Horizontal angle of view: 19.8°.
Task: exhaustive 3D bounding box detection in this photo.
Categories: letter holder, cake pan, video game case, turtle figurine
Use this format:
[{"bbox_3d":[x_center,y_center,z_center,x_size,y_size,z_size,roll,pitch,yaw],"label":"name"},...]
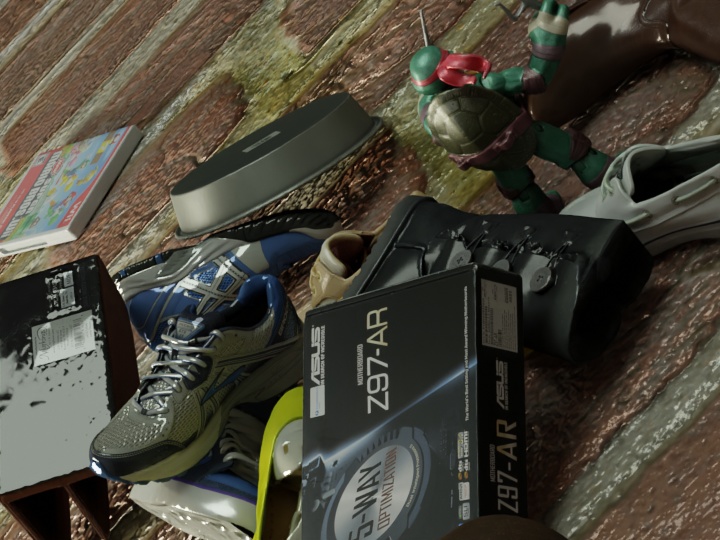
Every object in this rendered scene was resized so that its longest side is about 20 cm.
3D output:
[{"bbox_3d":[-0.219,0.117,1.624,0.100,0.142,0.201,-17,51,6],"label":"letter holder"},{"bbox_3d":[-0.076,-0.091,1.722,0.200,0.037,0.200,-28,12,6],"label":"cake pan"},{"bbox_3d":[-0.320,-0.080,2.172,0.200,0.017,0.143,-10,44,50],"label":"video game case"},{"bbox_3d":[0.090,-0.109,1.394,0.149,0.200,0.101,-16,40,46],"label":"turtle figurine"}]

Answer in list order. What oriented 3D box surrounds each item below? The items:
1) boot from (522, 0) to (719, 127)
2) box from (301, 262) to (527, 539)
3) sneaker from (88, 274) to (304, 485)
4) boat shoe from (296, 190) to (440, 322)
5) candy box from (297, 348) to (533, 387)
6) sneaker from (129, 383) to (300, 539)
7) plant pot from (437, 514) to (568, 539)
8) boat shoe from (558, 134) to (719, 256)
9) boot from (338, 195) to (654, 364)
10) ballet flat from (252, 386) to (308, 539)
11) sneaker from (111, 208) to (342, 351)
[{"bbox_3d":[0.217,-0.154,1.436,0.187,0.064,0.200,-52,31,-4],"label":"boot"},{"bbox_3d":[0.031,0.109,1.262,0.160,0.043,0.201,-16,68,46],"label":"box"},{"bbox_3d":[-0.119,0.069,1.433,0.077,0.086,0.200,17,43,38],"label":"sneaker"},{"bbox_3d":[0.000,0.000,1.507,0.200,0.069,0.074,-35,20,38],"label":"boat shoe"},{"bbox_3d":[0.035,0.067,1.431,0.200,0.026,0.102,-35,27,23],"label":"candy box"},{"bbox_3d":[-0.084,0.119,1.473,0.147,0.080,0.200,-59,23,-14],"label":"sneaker"},{"bbox_3d":[0.054,0.223,1.050,0.186,0.187,0.200,-28,17,34],"label":"plant pot"},{"bbox_3d":[0.189,-0.053,1.321,0.200,0.067,0.074,-16,39,46],"label":"boat shoe"},{"bbox_3d":[0.077,0.036,1.333,0.199,0.066,0.166,13,77,44],"label":"boot"},{"bbox_3d":[-0.037,0.156,1.345,0.067,0.066,0.201,117,167,-59],"label":"ballet flat"},{"bbox_3d":[-0.102,0.004,1.685,0.199,0.077,0.076,-21,0,16],"label":"sneaker"}]
